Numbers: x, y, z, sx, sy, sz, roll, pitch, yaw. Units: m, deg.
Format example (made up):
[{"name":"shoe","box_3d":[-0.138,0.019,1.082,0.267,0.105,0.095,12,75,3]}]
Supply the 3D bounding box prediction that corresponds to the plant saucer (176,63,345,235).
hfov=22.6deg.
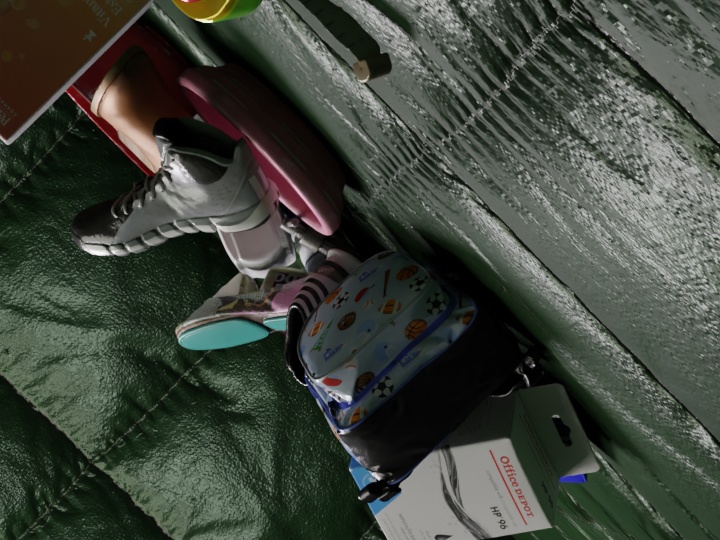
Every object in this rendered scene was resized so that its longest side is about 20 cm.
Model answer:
[{"name":"plant saucer","box_3d":[-0.083,-0.119,1.655,0.200,0.051,0.201,44,175,5]}]

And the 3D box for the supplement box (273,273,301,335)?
[{"name":"supplement box","box_3d":[-0.010,0.058,1.931,0.108,0.061,0.200,6,167,27]}]

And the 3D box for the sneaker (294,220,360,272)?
[{"name":"sneaker","box_3d":[-0.029,-0.015,1.984,0.200,0.073,0.071,74,174,-76]}]

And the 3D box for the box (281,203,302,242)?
[{"name":"box","box_3d":[-0.065,-0.048,2.102,0.121,0.032,0.200,38,172,50]}]

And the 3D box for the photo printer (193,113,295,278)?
[{"name":"photo printer","box_3d":[-0.124,-0.076,1.894,0.200,0.069,0.167,81,169,-85]}]

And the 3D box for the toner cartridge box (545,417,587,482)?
[{"name":"toner cartridge box","box_3d":[0.114,0.168,1.723,0.199,0.043,0.095,1,160,12]}]

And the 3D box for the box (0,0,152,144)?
[{"name":"box","box_3d":[-0.311,-0.239,1.678,0.152,0.200,0.106,45,174,-9]}]

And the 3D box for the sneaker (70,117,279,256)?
[{"name":"sneaker","box_3d":[-0.179,-0.084,1.598,0.075,0.199,0.116,-85,-22,-47]}]

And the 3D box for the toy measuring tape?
[{"name":"toy measuring tape","box_3d":[-0.064,-0.162,1.096,0.200,0.074,0.074,45,175,20]}]

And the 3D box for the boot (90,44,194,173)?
[{"name":"boot","box_3d":[-0.162,-0.116,1.649,0.155,0.077,0.200,36,162,13]}]

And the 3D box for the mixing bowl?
[{"name":"mixing bowl","box_3d":[-0.237,-0.192,1.937,0.200,0.108,0.200,45,173,7]}]

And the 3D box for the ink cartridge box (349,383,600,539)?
[{"name":"ink cartridge box","box_3d":[0.105,0.180,1.635,0.116,0.199,0.068,62,-154,-30]}]

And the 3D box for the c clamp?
[{"name":"c clamp","box_3d":[0.000,0.000,1.806,0.199,0.027,0.171,32,-179,-12]}]

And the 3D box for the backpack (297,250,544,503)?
[{"name":"backpack","box_3d":[0.032,0.077,1.587,0.154,0.200,0.190,53,176,-16]}]

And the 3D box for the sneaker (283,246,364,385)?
[{"name":"sneaker","box_3d":[-0.013,0.087,1.729,0.075,0.115,0.201,13,140,50]}]

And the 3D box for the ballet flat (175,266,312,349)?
[{"name":"ballet flat","box_3d":[-0.098,0.033,1.829,0.199,0.072,0.069,-11,155,31]}]
